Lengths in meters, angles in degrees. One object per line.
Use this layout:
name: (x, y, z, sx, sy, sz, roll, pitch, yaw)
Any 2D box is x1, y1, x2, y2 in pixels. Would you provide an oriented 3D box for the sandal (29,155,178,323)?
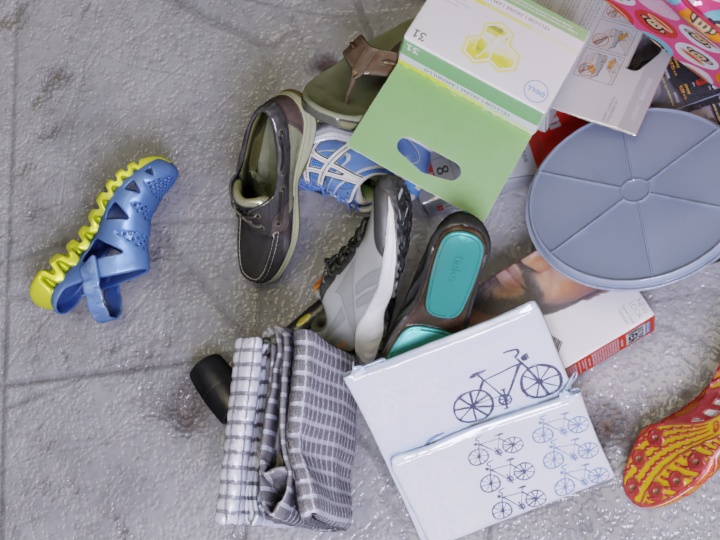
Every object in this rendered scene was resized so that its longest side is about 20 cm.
sandal: (-0.244, -0.025, 1.168, 0.087, 0.079, 0.200, 37, 94, 16)

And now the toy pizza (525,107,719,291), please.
toy pizza: (0.246, -0.062, 1.016, 0.199, 0.032, 0.201, -12, 52, 16)

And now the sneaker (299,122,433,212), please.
sneaker: (-0.021, -0.098, 1.108, 0.199, 0.076, 0.077, -8, 69, 36)

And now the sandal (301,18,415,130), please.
sandal: (0.013, -0.197, 1.072, 0.080, 0.058, 0.201, 26, 50, 20)

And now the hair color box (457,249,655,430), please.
hair color box: (0.156, 0.054, 1.056, 0.199, 0.064, 0.111, -31, 69, 2)

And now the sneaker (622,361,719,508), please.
sneaker: (0.311, 0.136, 0.996, 0.200, 0.077, 0.073, -47, 51, 14)

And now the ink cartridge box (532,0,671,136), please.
ink cartridge box: (0.213, -0.221, 1.102, 0.175, 0.045, 0.201, 22, 67, 16)

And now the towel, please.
towel: (-0.052, 0.145, 1.007, 0.085, 0.200, 0.167, 2, 76, 12)

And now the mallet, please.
mallet: (-0.082, 0.061, 1.127, 0.200, 0.041, 0.066, -46, 68, -7)

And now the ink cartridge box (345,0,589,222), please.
ink cartridge box: (0.096, -0.163, 1.017, 0.145, 0.048, 0.200, 29, 66, 5)

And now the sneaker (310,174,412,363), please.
sneaker: (0.000, 0.000, 1.042, 0.079, 0.201, 0.074, 16, 37, 3)

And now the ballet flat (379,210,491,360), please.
ballet flat: (0.066, 0.037, 1.006, 0.068, 0.068, 0.201, 19, 114, -8)

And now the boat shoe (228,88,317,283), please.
boat shoe: (-0.096, -0.075, 1.098, 0.072, 0.066, 0.202, 32, 122, 30)

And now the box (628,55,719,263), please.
box: (0.349, -0.120, 1.065, 0.157, 0.050, 0.201, -19, 71, 8)

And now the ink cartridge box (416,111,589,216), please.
ink cartridge box: (0.133, -0.159, 1.127, 0.199, 0.050, 0.163, -19, 72, 11)

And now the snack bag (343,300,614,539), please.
snack bag: (0.106, 0.136, 1.004, 0.188, 0.021, 0.201, -21, 113, 7)

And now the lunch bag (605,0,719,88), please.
lunch bag: (0.293, -0.223, 0.980, 0.200, 0.176, 0.082, 33, 90, -17)
